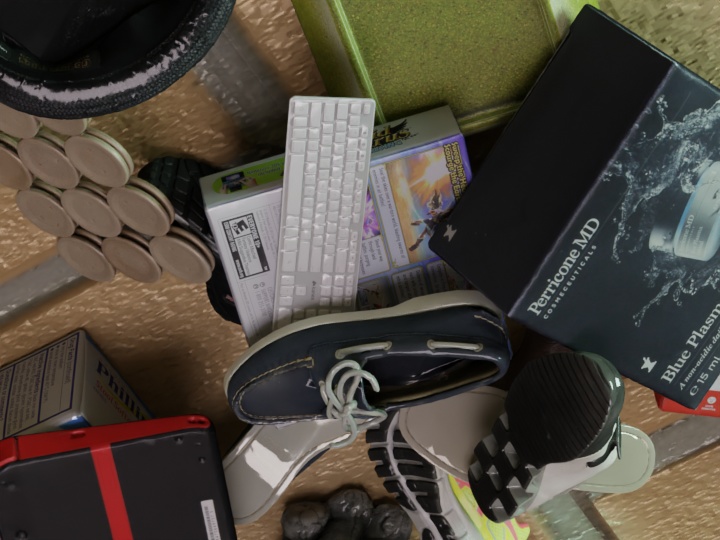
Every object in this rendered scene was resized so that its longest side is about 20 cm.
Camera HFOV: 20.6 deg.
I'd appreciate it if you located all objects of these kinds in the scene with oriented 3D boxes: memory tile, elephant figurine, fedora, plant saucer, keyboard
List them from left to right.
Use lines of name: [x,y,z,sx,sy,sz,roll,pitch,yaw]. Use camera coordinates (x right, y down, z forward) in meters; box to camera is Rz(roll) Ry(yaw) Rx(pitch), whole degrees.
memory tile: [-0.199,-0.062,1.379,0.153,0.017,0.200,-1,138,42]
fedora: [-0.174,-0.194,1.266,0.200,0.092,0.201,-1,99,-4]
keyboard: [-0.026,-0.028,1.328,0.056,0.011,0.201,-2,123,-12]
elephant figurine: [-0.014,0.282,1.580,0.141,0.200,0.156,-6,127,2]
plant saucer: [0.061,-0.164,1.341,0.199,0.048,0.200,-16,126,9]

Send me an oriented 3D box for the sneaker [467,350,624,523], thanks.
sneaker: [0.146,0.103,1.355,0.088,0.074,0.200,-14,159,-25]

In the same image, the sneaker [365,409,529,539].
sneaker: [0.074,0.160,1.580,0.078,0.090,0.201,3,124,51]

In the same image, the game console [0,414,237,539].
game console: [-0.183,0.195,1.489,0.176,0.031,0.201,-10,127,-3]

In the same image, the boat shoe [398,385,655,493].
boat shoe: [0.116,0.125,1.468,0.199,0.063,0.073,12,91,-15]

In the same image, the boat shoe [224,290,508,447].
boat shoe: [0.004,0.072,1.346,0.199,0.062,0.075,-12,134,5]

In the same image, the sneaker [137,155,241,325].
sneaker: [-0.094,-0.001,1.444,0.200,0.076,0.088,34,125,-24]

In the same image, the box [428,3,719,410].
box: [0.190,-0.039,1.340,0.200,0.117,0.197,26,102,-36]

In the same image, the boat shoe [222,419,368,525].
boat shoe: [-0.043,0.117,1.538,0.075,0.062,0.200,37,110,-9]

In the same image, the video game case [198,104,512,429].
video game case: [0.000,0.000,1.387,0.181,0.046,0.201,-16,125,-1]

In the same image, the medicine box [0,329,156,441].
medicine box: [-0.250,0.174,1.548,0.199,0.103,0.182,-25,125,16]

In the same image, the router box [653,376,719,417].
router box: [0.339,0.035,1.504,0.199,0.049,0.180,6,127,-7]

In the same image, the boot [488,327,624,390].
boot: [0.113,0.014,1.473,0.186,0.064,0.200,-24,122,14]
